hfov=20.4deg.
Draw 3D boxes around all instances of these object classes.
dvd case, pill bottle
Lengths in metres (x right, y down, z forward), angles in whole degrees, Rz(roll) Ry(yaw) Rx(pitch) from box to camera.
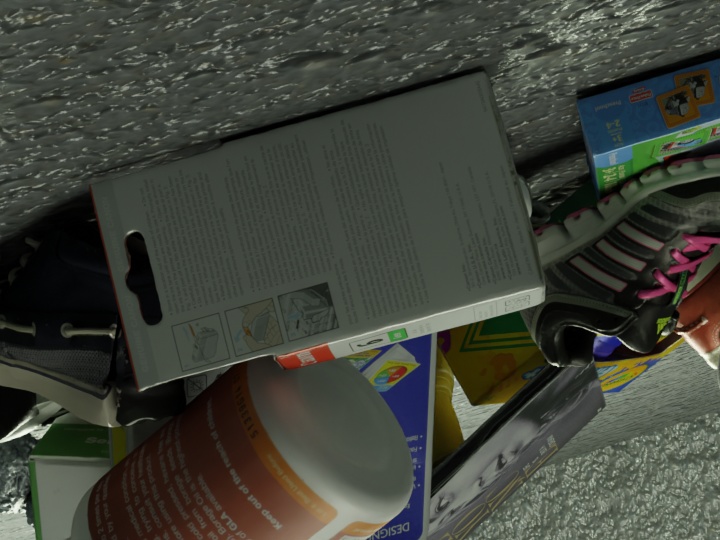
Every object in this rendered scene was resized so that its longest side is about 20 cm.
[{"bbox_3d":[0.082,0.135,1.318,0.200,0.016,0.149,-42,160,-4],"label":"dvd case"},{"bbox_3d":[-0.078,0.131,1.041,0.200,0.113,0.112,-40,160,23],"label":"pill bottle"}]

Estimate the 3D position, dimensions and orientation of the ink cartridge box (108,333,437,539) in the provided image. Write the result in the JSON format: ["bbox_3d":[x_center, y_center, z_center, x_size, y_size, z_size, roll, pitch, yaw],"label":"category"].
[{"bbox_3d":[-0.049,0.121,1.168,0.197,0.201,0.047,-12,-152,-28],"label":"ink cartridge box"}]

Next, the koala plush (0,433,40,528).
[{"bbox_3d":[-0.178,0.174,1.587,0.183,0.178,0.200,-22,174,-31],"label":"koala plush"}]

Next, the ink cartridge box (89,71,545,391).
[{"bbox_3d":[-0.020,-0.014,0.964,0.199,0.110,0.050,-15,169,2],"label":"ink cartridge box"}]

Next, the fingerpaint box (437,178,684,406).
[{"bbox_3d":[0.168,0.015,1.347,0.167,0.074,0.200,-41,157,28],"label":"fingerpaint box"}]

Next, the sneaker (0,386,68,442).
[{"bbox_3d":[-0.171,0.054,1.196,0.088,0.075,0.199,-1,163,-46],"label":"sneaker"}]

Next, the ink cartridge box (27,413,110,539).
[{"bbox_3d":[-0.138,0.142,1.272,0.084,0.147,0.200,1,-159,10],"label":"ink cartridge box"}]

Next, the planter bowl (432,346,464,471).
[{"bbox_3d":[0.010,0.136,1.335,0.200,0.083,0.201,-39,157,-19],"label":"planter bowl"}]

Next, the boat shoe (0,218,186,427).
[{"bbox_3d":[-0.161,0.014,1.052,0.199,0.093,0.074,14,-163,43],"label":"boat shoe"}]

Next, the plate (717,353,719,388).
[{"bbox_3d":[0.290,-0.018,1.175,0.200,0.032,0.200,1,124,-59],"label":"plate"}]

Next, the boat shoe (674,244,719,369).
[{"bbox_3d":[0.262,-0.023,1.241,0.200,0.063,0.071,-42,-175,-23],"label":"boat shoe"}]

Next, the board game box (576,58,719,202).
[{"bbox_3d":[0.221,-0.090,1.102,0.199,0.037,0.151,-17,169,6],"label":"board game box"}]

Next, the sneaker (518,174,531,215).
[{"bbox_3d":[0.003,-0.010,1.079,0.199,0.088,0.075,-13,167,-18],"label":"sneaker"}]

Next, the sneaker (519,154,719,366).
[{"bbox_3d":[0.165,-0.002,1.129,0.199,0.088,0.074,-28,162,37],"label":"sneaker"}]

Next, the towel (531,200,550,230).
[{"bbox_3d":[0.000,0.000,1.238,0.170,0.048,0.200,-3,164,-37],"label":"towel"}]
